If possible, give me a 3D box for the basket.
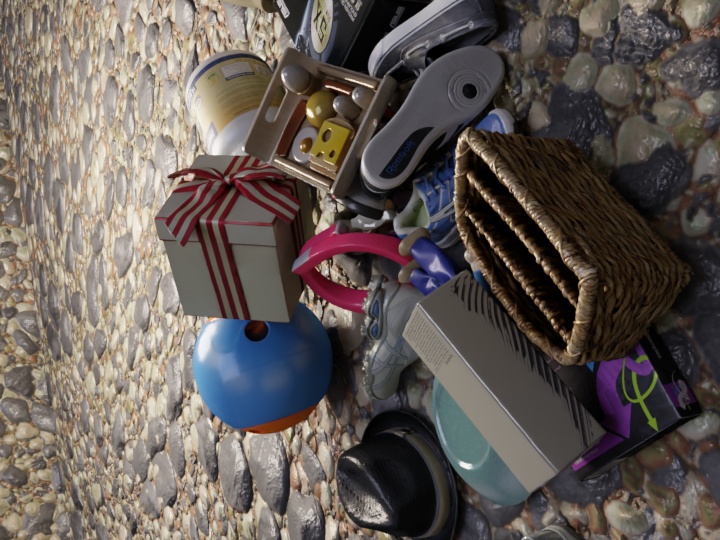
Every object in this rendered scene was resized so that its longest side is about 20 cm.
[{"bbox_3d":[0.156,-0.014,0.744,0.201,0.148,0.143,57,132,33],"label":"basket"}]

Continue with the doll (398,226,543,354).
[{"bbox_3d":[0.115,0.029,0.879,0.200,0.048,0.137,41,144,40],"label":"doll"}]

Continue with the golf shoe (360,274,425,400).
[{"bbox_3d":[0.052,0.096,1.030,0.201,0.096,0.079,89,-167,-46],"label":"golf shoe"}]

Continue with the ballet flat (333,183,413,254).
[{"bbox_3d":[0.010,-0.063,1.075,0.199,0.071,0.070,-19,85,55],"label":"ballet flat"}]

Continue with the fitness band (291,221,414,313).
[{"bbox_3d":[0.000,0.000,1.042,0.200,0.143,0.038,-27,42,54],"label":"fitness band"}]

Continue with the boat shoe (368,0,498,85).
[{"bbox_3d":[0.082,-0.249,0.959,0.199,0.071,0.068,-26,71,46],"label":"boat shoe"}]

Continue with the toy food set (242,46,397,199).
[{"bbox_3d":[-0.055,-0.178,0.983,0.200,0.060,0.144,30,97,47],"label":"toy food set"}]

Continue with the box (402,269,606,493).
[{"bbox_3d":[0.131,0.104,0.796,0.200,0.068,0.082,51,157,15],"label":"box"}]

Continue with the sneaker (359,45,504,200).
[{"bbox_3d":[0.068,-0.162,0.930,0.073,0.200,0.112,46,170,-1],"label":"sneaker"}]

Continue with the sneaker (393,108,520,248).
[{"bbox_3d":[0.107,-0.094,0.926,0.201,0.077,0.076,-58,47,39],"label":"sneaker"}]

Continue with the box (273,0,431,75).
[{"bbox_3d":[-0.019,-0.345,1.074,0.164,0.086,0.201,-55,50,43],"label":"box"}]

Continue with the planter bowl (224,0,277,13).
[{"bbox_3d":[-0.139,-0.450,1.173,0.135,0.200,0.201,44,134,8],"label":"planter bowl"}]

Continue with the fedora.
[{"bbox_3d":[0.032,0.274,1.059,0.200,0.091,0.203,10,102,55],"label":"fedora"}]

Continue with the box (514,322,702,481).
[{"bbox_3d":[0.220,0.082,0.815,0.143,0.036,0.201,-52,51,44],"label":"box"}]

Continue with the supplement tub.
[{"bbox_3d":[-0.168,-0.215,1.255,0.201,0.143,0.145,62,139,31],"label":"supplement tub"}]

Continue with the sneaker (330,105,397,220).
[{"bbox_3d":[0.009,-0.145,1.017,0.108,0.067,0.202,-62,18,21],"label":"sneaker"}]

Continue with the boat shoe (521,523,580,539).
[{"bbox_3d":[0.198,0.365,0.852,0.074,0.064,0.204,-5,89,56],"label":"boat shoe"}]

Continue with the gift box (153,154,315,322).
[{"bbox_3d":[-0.154,-0.046,1.112,0.201,0.183,0.188,-78,-15,-53],"label":"gift box"}]

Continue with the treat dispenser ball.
[{"bbox_3d":[-0.138,0.131,1.198,0.200,0.200,0.203,9,101,55],"label":"treat dispenser ball"}]

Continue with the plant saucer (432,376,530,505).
[{"bbox_3d":[0.127,0.165,0.937,0.201,0.038,0.203,26,120,58],"label":"plant saucer"}]
